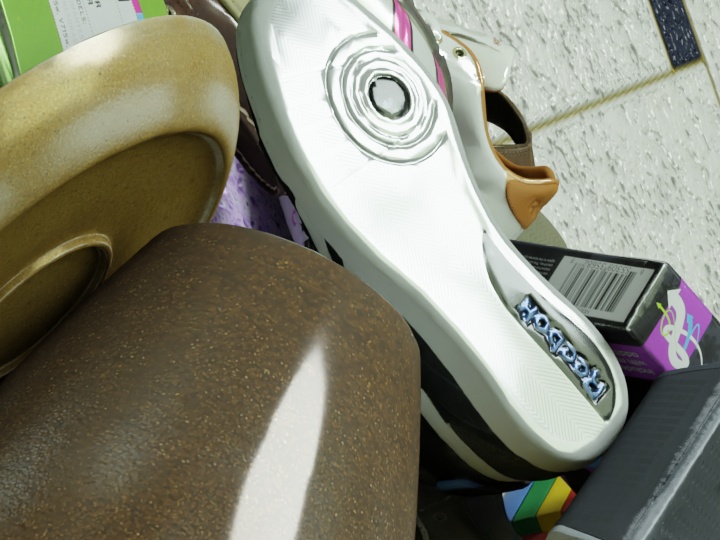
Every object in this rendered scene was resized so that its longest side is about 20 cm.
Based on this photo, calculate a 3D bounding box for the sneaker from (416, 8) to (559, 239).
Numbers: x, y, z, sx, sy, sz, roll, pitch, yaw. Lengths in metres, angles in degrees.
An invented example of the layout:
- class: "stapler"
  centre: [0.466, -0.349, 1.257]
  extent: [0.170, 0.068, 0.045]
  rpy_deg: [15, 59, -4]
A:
- class: "sneaker"
  centre: [0.012, -0.096, 1.216]
  extent: [0.200, 0.084, 0.073]
  rpy_deg: [54, 7, -13]

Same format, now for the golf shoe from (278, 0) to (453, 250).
- class: "golf shoe"
  centre: [0.003, -0.037, 1.140]
  extent: [0.201, 0.072, 0.092]
  rpy_deg: [65, 26, -21]

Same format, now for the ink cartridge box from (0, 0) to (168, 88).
- class: "ink cartridge box"
  centre: [-0.121, -0.071, 0.929]
  extent: [0.200, 0.147, 0.076]
  rpy_deg: [-14, 85, -62]

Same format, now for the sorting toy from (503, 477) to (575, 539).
- class: "sorting toy"
  centre: [0.086, 0.171, 1.216]
  extent: [0.201, 0.069, 0.199]
  rpy_deg: [68, 28, -18]

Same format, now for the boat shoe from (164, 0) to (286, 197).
- class: "boat shoe"
  centre: [-0.090, -0.099, 1.069]
  extent: [0.072, 0.072, 0.200]
  rpy_deg: [-40, 102, -15]

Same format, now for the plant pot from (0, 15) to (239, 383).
- class: "plant pot"
  centre: [-0.106, 0.006, 0.870]
  extent: [0.027, 0.200, 0.200]
  rpy_deg: [46, 25, 14]

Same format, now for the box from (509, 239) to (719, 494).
- class: "box"
  centre: [0.114, 0.061, 1.113]
  extent: [0.200, 0.143, 0.036]
  rpy_deg: [45, 69, -33]

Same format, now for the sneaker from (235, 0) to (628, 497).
- class: "sneaker"
  centre: [0.000, 0.000, 1.032]
  extent: [0.073, 0.112, 0.201]
  rpy_deg: [-36, 92, -35]

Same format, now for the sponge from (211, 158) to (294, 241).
- class: "sponge"
  centre: [-0.065, -0.005, 1.112]
  extent: [0.112, 0.030, 0.201]
  rpy_deg: [42, 40, -42]

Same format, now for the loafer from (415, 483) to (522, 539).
- class: "loafer"
  centre: [0.026, 0.119, 1.069]
  extent: [0.200, 0.069, 0.076]
  rpy_deg: [-102, -176, -65]

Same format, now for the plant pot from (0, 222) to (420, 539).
- class: "plant pot"
  centre: [-0.059, 0.094, 0.847]
  extent: [0.187, 0.186, 0.201]
  rpy_deg: [47, 55, -37]

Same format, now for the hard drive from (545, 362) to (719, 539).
- class: "hard drive"
  centre: [0.099, 0.141, 1.020]
  extent: [0.135, 0.042, 0.201]
  rpy_deg: [-49, 146, -48]

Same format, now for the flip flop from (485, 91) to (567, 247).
- class: "flip flop"
  centre: [0.043, -0.063, 1.305]
  extent: [0.200, 0.057, 0.081]
  rpy_deg: [57, 32, -25]
